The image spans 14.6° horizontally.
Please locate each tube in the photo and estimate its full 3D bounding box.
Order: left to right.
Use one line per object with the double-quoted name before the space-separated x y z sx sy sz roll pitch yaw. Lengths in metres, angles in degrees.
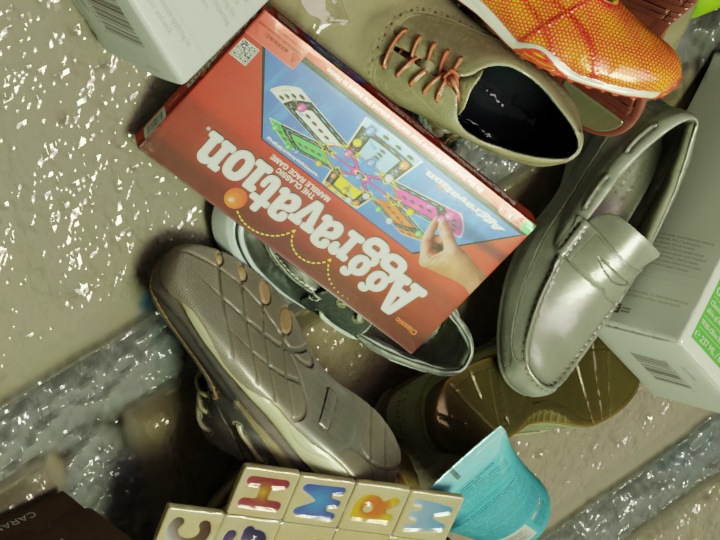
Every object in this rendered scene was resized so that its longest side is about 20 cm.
"tube" 0.072 0.132 1.658 0.077 0.050 0.200 -47 164 1

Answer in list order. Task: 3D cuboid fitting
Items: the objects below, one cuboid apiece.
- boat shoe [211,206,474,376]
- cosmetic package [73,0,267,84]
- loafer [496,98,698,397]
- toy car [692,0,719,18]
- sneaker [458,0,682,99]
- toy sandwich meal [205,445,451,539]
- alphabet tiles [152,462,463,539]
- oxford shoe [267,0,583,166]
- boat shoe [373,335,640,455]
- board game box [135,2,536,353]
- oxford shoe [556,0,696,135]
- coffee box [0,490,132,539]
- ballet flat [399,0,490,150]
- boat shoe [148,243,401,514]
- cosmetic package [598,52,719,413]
"boat shoe" 0.000 0.000 1.579 0.200 0.071 0.072 31 91 -45
"cosmetic package" -0.063 -0.202 1.411 0.200 0.074 0.102 -47 136 -17
"loafer" 0.142 -0.016 1.677 0.070 0.070 0.200 35 72 -38
"toy car" 0.300 -0.186 1.653 0.164 0.200 0.158 -23 142 -31
"sneaker" 0.094 -0.162 1.501 0.077 0.200 0.073 -52 -175 25
"toy sandwich meal" -0.021 0.186 1.658 0.205 0.070 0.205 -21 126 -32
"alphabet tiles" -0.030 0.182 1.576 0.200 0.006 0.167 10 121 -22
"oxford shoe" 0.036 -0.116 1.497 0.200 0.075 0.071 24 97 -14
"boat shoe" 0.095 0.070 1.727 0.200 0.063 0.073 -19 103 -43
"board game box" -0.012 -0.047 1.500 0.200 0.019 0.103 37 108 -24
"oxford shoe" 0.167 -0.173 1.618 0.075 0.070 0.200 -53 171 -46
"coffee box" -0.179 0.238 1.534 0.114 0.080 0.200 -24 127 -32
"ballet flat" 0.078 -0.147 1.577 0.074 0.074 0.200 34 87 -47
"boat shoe" -0.059 0.072 1.552 0.200 0.073 0.075 51 32 -23
"cosmetic package" 0.232 -0.023 1.751 0.108 0.085 0.200 42 70 -44
